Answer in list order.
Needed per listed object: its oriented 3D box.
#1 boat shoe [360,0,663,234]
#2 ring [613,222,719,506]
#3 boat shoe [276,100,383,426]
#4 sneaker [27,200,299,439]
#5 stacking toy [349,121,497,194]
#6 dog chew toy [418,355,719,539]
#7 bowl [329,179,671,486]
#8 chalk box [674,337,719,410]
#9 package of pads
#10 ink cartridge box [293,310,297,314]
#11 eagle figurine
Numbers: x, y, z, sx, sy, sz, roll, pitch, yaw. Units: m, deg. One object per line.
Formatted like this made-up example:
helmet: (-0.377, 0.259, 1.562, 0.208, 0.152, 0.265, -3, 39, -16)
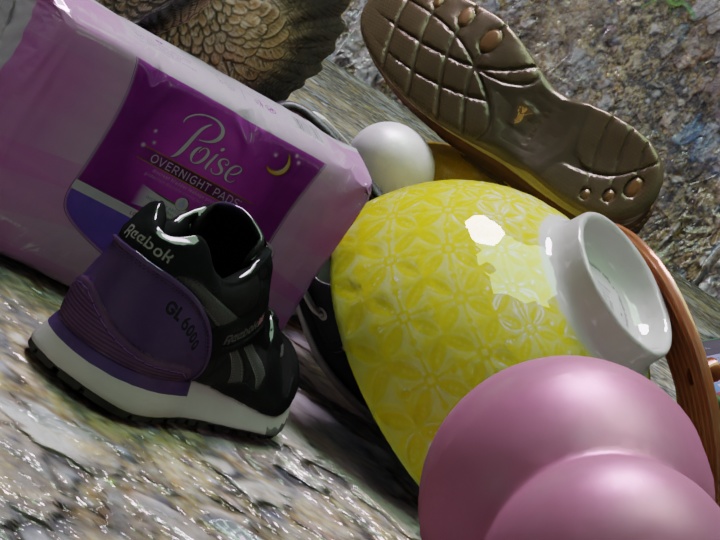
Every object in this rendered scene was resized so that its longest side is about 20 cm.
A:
boat shoe: (0.078, -0.082, 1.240, 0.200, 0.072, 0.068, 39, -18, 17)
ring: (0.147, 0.072, 1.185, 0.019, 0.201, 0.200, -12, 26, -17)
boat shoe: (0.000, 0.000, 1.171, 0.200, 0.074, 0.060, 61, -17, 11)
sneaker: (-0.058, 0.018, 0.964, 0.076, 0.088, 0.200, 36, 8, 16)
stacking toy: (0.040, -0.028, 1.278, 0.146, 0.146, 0.200, 39, -7, 36)
dog chew toy: (0.095, 0.118, 0.888, 0.124, 0.125, 0.200, 30, 16, -25)
bowl: (0.087, 0.030, 1.104, 0.200, 0.108, 0.200, 42, 31, -32)
chalk box: (0.240, 0.098, 1.186, 0.125, 0.200, 0.124, -9, 14, -3)
package of pads: (-0.104, -0.046, 1.047, 0.200, 0.121, 0.076, 28, 10, -34)
ink cartridge box: (-0.116, -0.045, 1.282, 0.200, 0.041, 0.200, 37, 9, 19)
eagle figurine: (-0.116, -0.132, 1.131, 0.200, 0.151, 0.152, 6, 28, 9)
